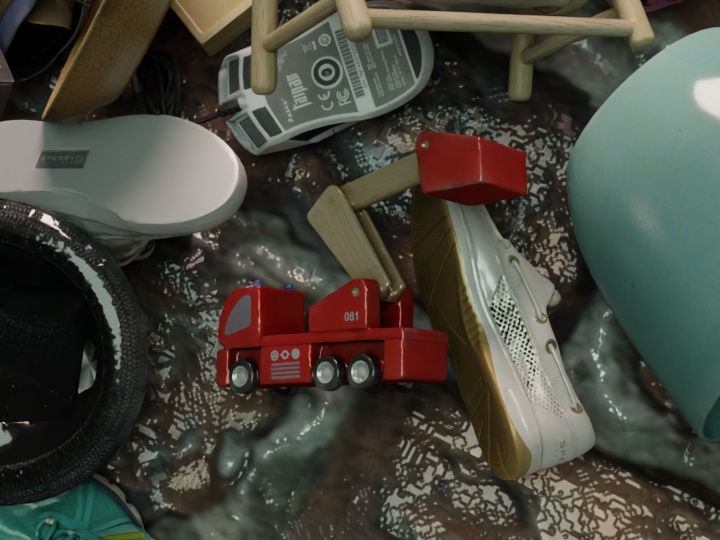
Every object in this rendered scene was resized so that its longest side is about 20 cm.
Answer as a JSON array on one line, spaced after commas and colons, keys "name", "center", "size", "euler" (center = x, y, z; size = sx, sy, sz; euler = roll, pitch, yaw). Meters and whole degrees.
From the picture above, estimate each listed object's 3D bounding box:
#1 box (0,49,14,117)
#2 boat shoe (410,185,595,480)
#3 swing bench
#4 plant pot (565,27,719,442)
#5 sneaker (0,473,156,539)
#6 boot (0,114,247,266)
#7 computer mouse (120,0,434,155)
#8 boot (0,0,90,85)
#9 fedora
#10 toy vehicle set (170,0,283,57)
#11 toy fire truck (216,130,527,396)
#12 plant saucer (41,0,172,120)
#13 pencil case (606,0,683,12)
[{"name": "box", "center": [-0.322, -0.170, 0.931], "size": [0.048, 0.158, 0.200], "euler": [-56, 51, 39]}, {"name": "boat shoe", "center": [0.084, 0.024, 0.897], "size": [0.069, 0.071, 0.200], "euler": [-10, 70, -19]}, {"name": "swing bench", "center": [0.039, -0.207, 0.852], "size": [0.199, 0.130, 0.201], "euler": [-3, 83, -31]}, {"name": "plant pot", "center": [0.209, -0.034, 0.821], "size": [0.200, 0.201, 0.161], "euler": [-39, 66, 2]}, {"name": "sneaker", "center": [-0.155, 0.175, 0.902], "size": [0.200, 0.080, 0.078], "euler": [32, 87, 14]}, {"name": "boot", "center": [-0.140, -0.041, 0.913], "size": [0.200, 0.096, 0.074], "euler": [9, 66, 28]}, {"name": "computer mouse", "center": [-0.049, -0.108, 0.948], "size": [0.200, 0.044, 0.110], "euler": [-17, 88, 7]}, {"name": "boot", "center": [-0.176, -0.197, 0.941], "size": [0.200, 0.075, 0.097], "euler": [-30, 69, 38]}, {"name": "fedora", "center": [-0.211, 0.046, 0.919], "size": [0.200, 0.092, 0.201], "euler": [1, 93, 14]}, {"name": "toy vehicle set", "center": [-0.058, -0.248, 0.981], "size": [0.200, 0.027, 0.124], "euler": [-37, 77, 2]}, {"name": "toy fire truck", "center": [0.000, 0.000, 0.877], "size": [0.200, 0.049, 0.141], "euler": [-5, 81, 38]}, {"name": "plant saucer", "center": [-0.128, -0.171, 0.886], "size": [0.035, 0.200, 0.201], "euler": [26, 86, -14]}, {"name": "pencil case", "center": [0.165, -0.259, 0.912], "size": [0.083, 0.087, 0.200], "euler": [-7, 76, -13]}]
